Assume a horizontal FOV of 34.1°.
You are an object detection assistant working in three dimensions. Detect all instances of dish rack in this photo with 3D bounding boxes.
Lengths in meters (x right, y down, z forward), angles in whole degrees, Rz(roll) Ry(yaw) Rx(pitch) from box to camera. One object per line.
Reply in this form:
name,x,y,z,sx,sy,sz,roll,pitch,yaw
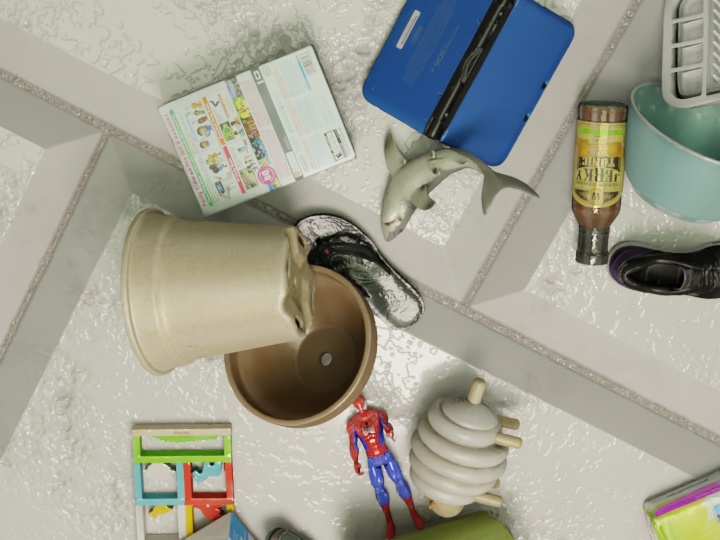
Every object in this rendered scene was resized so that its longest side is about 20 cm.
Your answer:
dish rack,0.448,-0.270,1.348,0.200,0.044,0.172,-10,64,39

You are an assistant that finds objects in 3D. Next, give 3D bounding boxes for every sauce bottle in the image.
sauce bottle,0.293,-0.106,1.444,0.065,0.065,0.200,0,103,-1

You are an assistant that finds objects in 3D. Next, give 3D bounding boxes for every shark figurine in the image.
shark figurine,0.110,-0.116,1.420,0.214,0.089,0.128,-13,84,45

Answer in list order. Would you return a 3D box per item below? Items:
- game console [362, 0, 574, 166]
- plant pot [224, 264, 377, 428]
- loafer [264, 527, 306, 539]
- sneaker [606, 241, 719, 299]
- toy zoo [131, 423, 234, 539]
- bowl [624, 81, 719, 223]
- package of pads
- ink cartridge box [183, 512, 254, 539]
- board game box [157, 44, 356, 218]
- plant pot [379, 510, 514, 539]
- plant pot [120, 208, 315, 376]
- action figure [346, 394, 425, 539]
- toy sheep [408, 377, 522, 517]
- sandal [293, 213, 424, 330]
game console,0.130,-0.254,1.429,0.171,0.118,0.200,34,102,23
plant pot,-0.061,0.100,1.454,0.201,0.093,0.201,-8,72,23
loafer,-0.052,0.418,1.556,0.063,0.072,0.200,-13,116,40
sneaker,0.413,0.009,1.461,0.200,0.088,0.076,0,103,-1
toy zoo,-0.233,0.300,1.557,0.131,0.020,0.200,-1,104,-1
bowl,0.395,-0.130,1.391,0.201,0.201,0.105,15,124,-4
package of pads,0.477,0.375,1.562,0.154,0.068,0.200,-25,102,5
ink cartridge box,-0.161,0.433,1.554,0.116,0.067,0.200,-33,110,7
board game box,-0.123,-0.169,1.423,0.200,0.064,0.148,-21,103,3
plant pot,0.106,0.402,1.502,0.190,0.200,0.200,-21,104,-22
plant pot,-0.156,0.021,1.380,0.183,0.200,0.201,-3,104,12
action figure,0.029,0.258,1.515,0.065,0.099,0.200,-19,101,3
toy sheep,0.129,0.225,1.490,0.138,0.138,0.200,13,107,-4
sandal,0.001,0.000,1.473,0.200,0.048,0.075,38,100,-10
